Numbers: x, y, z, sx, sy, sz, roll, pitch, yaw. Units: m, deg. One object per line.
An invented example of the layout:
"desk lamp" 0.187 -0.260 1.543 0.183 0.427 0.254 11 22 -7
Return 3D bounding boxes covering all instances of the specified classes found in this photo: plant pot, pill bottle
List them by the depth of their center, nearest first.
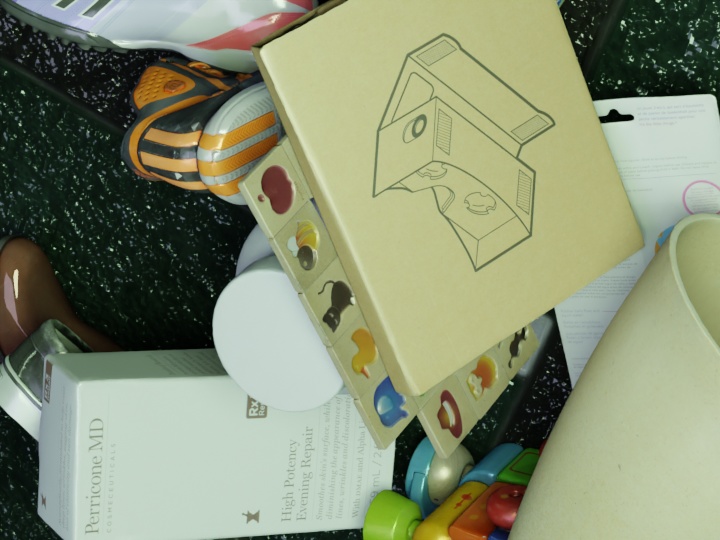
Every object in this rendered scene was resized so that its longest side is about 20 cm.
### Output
"plant pot" 0.172 0.107 1.214 0.187 0.187 0.200 42 118 5
"pill bottle" 0.000 0.000 1.284 0.111 0.200 0.113 11 117 23

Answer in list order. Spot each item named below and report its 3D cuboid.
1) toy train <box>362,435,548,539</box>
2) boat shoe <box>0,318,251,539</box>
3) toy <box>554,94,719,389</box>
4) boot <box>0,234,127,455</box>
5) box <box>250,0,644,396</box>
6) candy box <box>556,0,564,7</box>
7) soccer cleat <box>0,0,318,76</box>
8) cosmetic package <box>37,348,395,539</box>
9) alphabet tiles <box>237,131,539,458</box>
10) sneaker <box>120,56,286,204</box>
"toy train" 0.050 0.156 1.331 0.115 0.200 0.085 12 117 27
"boat shoe" -0.132 0.109 1.420 0.200 0.071 0.064 41 101 -20
"toy" 0.160 -0.010 1.290 0.115 0.047 0.201 -2 116 24
"boot" -0.127 0.059 1.456 0.199 0.068 0.189 -4 110 28
"box" 0.049 -0.060 1.185 0.021 0.163 0.201 16 133 58
"candy box" 0.040 -0.222 1.240 0.200 0.077 0.169 39 123 8
"soccer cleat" -0.116 -0.162 1.357 0.199 0.068 0.074 13 109 19
"cosmetic package" -0.083 0.100 1.367 0.074 0.199 0.102 -154 64 -62
"alphabet tiles" 0.029 -0.011 1.216 0.008 0.167 0.201 -2 125 43
"sneaker" -0.052 -0.098 1.281 0.112 0.200 0.078 13 115 39
